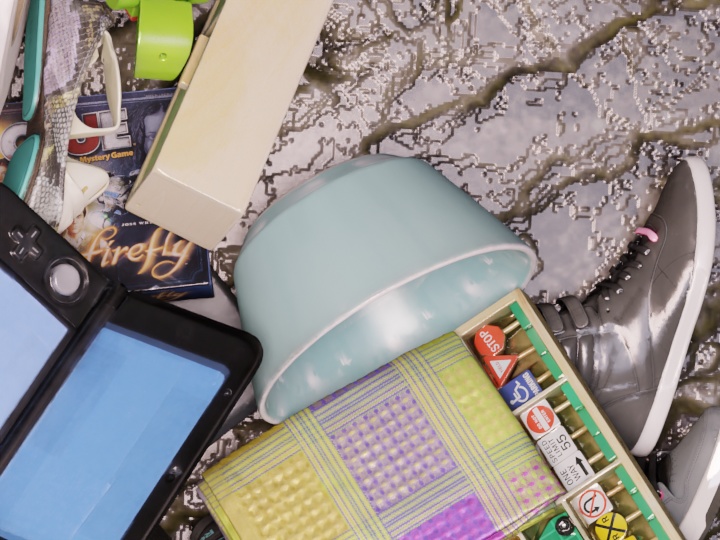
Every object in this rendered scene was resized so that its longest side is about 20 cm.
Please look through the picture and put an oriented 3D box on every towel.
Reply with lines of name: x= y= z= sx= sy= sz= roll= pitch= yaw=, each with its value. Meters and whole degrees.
towel: x=0.009 y=0.140 z=1.677 sx=0.200 sy=0.023 sz=0.144 roll=-32 pitch=70 yaw=-4

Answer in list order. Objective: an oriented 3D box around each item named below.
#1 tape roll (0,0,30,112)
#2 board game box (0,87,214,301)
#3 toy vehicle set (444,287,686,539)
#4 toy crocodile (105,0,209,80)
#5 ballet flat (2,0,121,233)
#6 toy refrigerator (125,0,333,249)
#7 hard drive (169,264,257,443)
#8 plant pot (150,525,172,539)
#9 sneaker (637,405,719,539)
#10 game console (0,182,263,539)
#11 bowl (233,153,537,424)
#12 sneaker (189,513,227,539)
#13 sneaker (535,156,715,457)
tape roll: x=-0.235 y=-0.196 z=1.644 sx=0.071 sy=0.202 sz=0.203 roll=13 pitch=90 yaw=-5
board game box: x=-0.199 y=-0.041 z=1.709 sx=0.200 sy=0.035 sz=0.136 roll=-6 pitch=74 yaw=-2
toy vehicle set: x=0.104 y=0.126 z=1.694 sx=0.124 sy=0.027 sz=0.200 roll=-36 pitch=69 yaw=9
toy crocodile: x=-0.144 y=-0.210 z=1.696 sx=0.067 sy=0.062 sz=0.200 roll=-9 pitch=60 yaw=-25
ballet flat: x=-0.186 y=-0.081 z=1.672 sx=0.072 sy=0.072 sz=0.200 roll=10 pitch=75 yaw=-5
toy refrigerator: x=-0.078 y=-0.122 z=1.685 sx=0.070 sy=0.076 sz=0.200 roll=26 pitch=66 yaw=-10
hard drive: x=-0.161 y=0.075 z=1.739 sx=0.200 sy=0.033 sz=0.140 roll=-38 pitch=94 yaw=-3
plant pot: x=-0.189 y=0.228 z=1.647 sx=0.199 sy=0.200 sz=0.177 roll=-24 pitch=93 yaw=2
sneaker: x=0.156 y=0.149 z=1.728 sx=0.121 sy=0.084 sz=0.200 roll=27 pitch=113 yaw=-4
game console: x=-0.188 y=0.068 z=1.556 sx=0.176 sy=0.116 sz=0.200 roll=45 pitch=62 yaw=-25
bowl: x=0.000 y=0.000 z=1.688 sx=0.201 sy=0.201 sz=0.105 roll=-29 pitch=74 yaw=-4
sneaker: x=-0.011 y=0.196 z=1.733 sx=0.200 sy=0.079 sz=0.075 roll=4 pitch=91 yaw=-7
sneaker: x=0.165 y=0.015 z=1.748 sx=0.099 sy=0.071 sz=0.200 roll=14 pitch=94 yaw=-10
